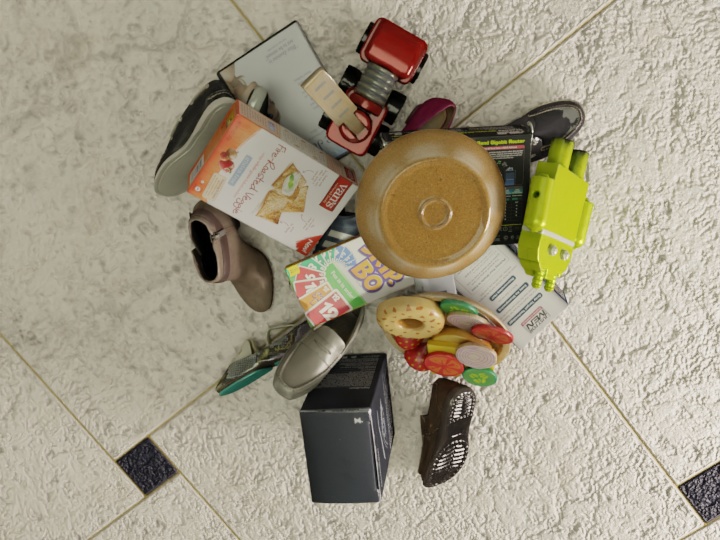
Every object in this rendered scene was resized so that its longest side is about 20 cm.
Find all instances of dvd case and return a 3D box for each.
[{"bbox_3d":[-0.100,-0.237,1.149,0.142,0.018,0.201,-29,101,13],"label":"dvd case"}]

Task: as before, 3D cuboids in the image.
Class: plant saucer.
[{"bbox_3d":[0.093,-0.077,1.010,0.198,0.035,0.202,-2,111,-5],"label":"plant saucer"}]

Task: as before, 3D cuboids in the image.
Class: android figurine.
[{"bbox_3d":[0.265,-0.072,1.070,0.041,0.181,0.202,12,88,35],"label":"android figurine"}]

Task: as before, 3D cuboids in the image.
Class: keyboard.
[{"bbox_3d":[0.112,0.037,1.143,0.056,0.011,0.201,-17,140,1],"label":"keyboard"}]

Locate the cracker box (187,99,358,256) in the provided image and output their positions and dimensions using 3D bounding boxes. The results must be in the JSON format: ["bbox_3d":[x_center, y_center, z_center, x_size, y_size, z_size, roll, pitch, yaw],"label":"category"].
[{"bbox_3d":[-0.120,-0.124,1.090,0.199,0.058,0.134,28,115,-26],"label":"cracker box"}]

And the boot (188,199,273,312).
[{"bbox_3d":[-0.195,-0.010,1.158,0.070,0.146,0.202,-19,102,14],"label":"boot"}]

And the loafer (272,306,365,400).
[{"bbox_3d":[-0.057,0.109,1.150,0.070,0.200,0.070,38,135,3],"label":"loafer"}]

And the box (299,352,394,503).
[{"bbox_3d":[-0.014,0.228,1.175,0.103,0.200,0.150,-3,105,10],"label":"box"}]

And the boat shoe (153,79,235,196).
[{"bbox_3d":[-0.247,-0.192,1.158,0.200,0.073,0.061,-49,54,32],"label":"boat shoe"}]

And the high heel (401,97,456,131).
[{"bbox_3d":[0.066,-0.145,1.083,0.067,0.096,0.201,35,85,-20],"label":"high heel"}]

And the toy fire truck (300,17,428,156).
[{"bbox_3d":[0.004,-0.244,1.026,0.128,0.200,0.177,28,100,-6],"label":"toy fire truck"}]

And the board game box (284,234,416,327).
[{"bbox_3d":[0.000,0.000,1.129,0.198,0.030,0.096,-24,102,4],"label":"board game box"}]

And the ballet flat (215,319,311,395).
[{"bbox_3d":[-0.148,0.131,1.243,0.199,0.072,0.072,-26,101,13],"label":"ballet flat"}]

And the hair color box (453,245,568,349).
[{"bbox_3d":[0.198,0.009,1.157,0.200,0.061,0.100,43,107,-5],"label":"hair color box"}]

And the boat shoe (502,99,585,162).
[{"bbox_3d":[0.222,-0.176,1.100,0.199,0.063,0.073,-23,101,13],"label":"boat shoe"}]

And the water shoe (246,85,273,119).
[{"bbox_3d":[-0.137,-0.167,1.136,0.078,0.072,0.201,10,124,-6],"label":"water shoe"}]

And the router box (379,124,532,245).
[{"bbox_3d":[0.125,-0.110,1.053,0.198,0.062,0.151,-3,113,-4],"label":"router box"}]

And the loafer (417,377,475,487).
[{"bbox_3d":[0.130,0.252,1.242,0.072,0.071,0.202,-4,120,-32],"label":"loafer"}]

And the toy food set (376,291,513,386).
[{"bbox_3d":[0.125,0.098,1.150,0.196,0.049,0.201,6,142,15],"label":"toy food set"}]

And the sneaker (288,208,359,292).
[{"bbox_3d":[-0.039,-0.049,1.171,0.199,0.075,0.085,-36,92,9],"label":"sneaker"}]
